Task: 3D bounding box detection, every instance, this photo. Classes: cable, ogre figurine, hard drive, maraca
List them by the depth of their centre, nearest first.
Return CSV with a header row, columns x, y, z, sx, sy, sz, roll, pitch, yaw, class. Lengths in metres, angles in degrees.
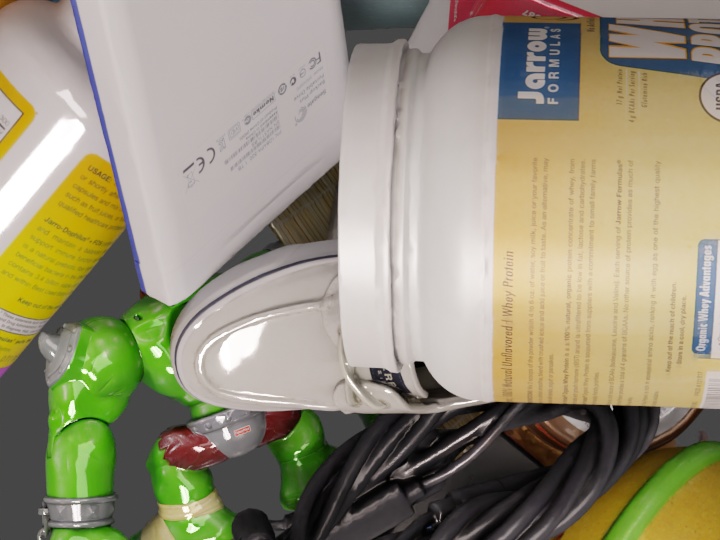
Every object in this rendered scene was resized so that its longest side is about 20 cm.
x,y,z,sx,sy,sz,roll,pitch,yaw,class
-0.058,-0.099,0.887,0.025,0.201,0.132,25,52,31,hard drive
0.032,0.090,0.896,0.199,0.163,0.051,-26,101,7,cable
0.111,0.164,0.902,0.107,0.137,0.201,26,87,36,maraca
-0.066,0.060,0.993,0.198,0.098,0.121,-18,99,-6,ogre figurine

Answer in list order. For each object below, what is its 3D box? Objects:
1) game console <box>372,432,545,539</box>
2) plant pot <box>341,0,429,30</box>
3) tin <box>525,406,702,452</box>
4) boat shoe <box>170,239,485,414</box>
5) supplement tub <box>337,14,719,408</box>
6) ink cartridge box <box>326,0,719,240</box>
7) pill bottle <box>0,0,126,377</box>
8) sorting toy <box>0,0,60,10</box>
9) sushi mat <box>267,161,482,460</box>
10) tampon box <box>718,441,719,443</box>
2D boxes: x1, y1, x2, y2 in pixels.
x,y,z,sx,sy,sz,roll,pitch,yaw,class
0.061,0.200,1.045,0.177,0.031,0.201,40,80,-8,game console
0.041,-0.222,0.975,0.194,0.200,0.198,-4,89,-11,plant pot
0.154,0.006,1.071,0.112,0.042,0.200,44,80,-11,tin
0.015,0.030,0.903,0.198,0.066,0.073,-4,113,3,boat shoe
0.096,-0.022,0.805,0.198,0.145,0.146,1,87,5,supplement tub
0.084,-0.056,0.938,0.144,0.201,0.085,19,45,-11,ink cartridge box
-0.147,-0.046,0.946,0.104,0.104,0.200,40,102,-7,pill bottle
-0.141,-0.177,0.931,0.199,0.036,0.186,-15,135,-36,sorting toy
0.000,0.000,1.016,0.012,0.096,0.201,-33,95,29,sushi mat
0.249,0.137,1.000,0.126,0.200,0.151,-32,93,-11,tampon box
